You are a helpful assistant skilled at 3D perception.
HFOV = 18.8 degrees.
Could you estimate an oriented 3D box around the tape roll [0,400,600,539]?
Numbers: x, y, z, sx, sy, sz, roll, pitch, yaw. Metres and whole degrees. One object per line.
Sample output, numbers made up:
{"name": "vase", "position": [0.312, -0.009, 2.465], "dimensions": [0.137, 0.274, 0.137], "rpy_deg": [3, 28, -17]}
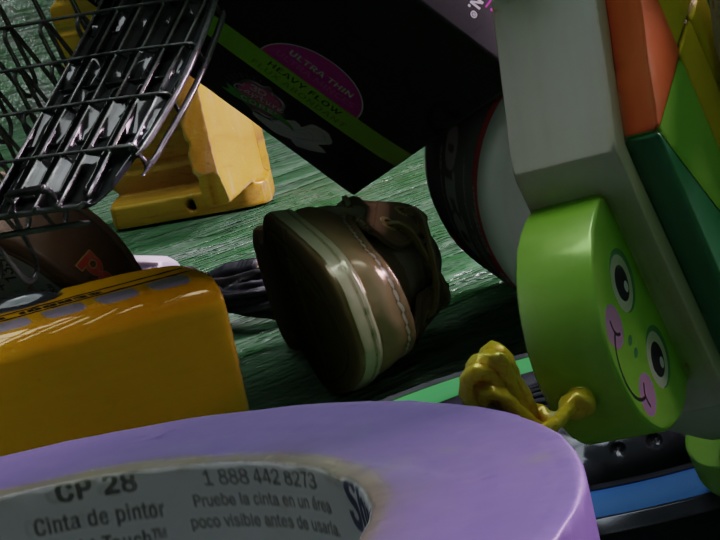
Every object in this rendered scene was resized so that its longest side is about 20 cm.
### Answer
{"name": "tape roll", "position": [-0.053, 0.090, 0.346], "dimensions": [0.198, 0.086, 0.200], "rpy_deg": [-12, 9, 2]}

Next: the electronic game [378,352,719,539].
{"name": "electronic game", "position": [0.067, 0.046, 0.587], "dimensions": [0.198, 0.042, 0.200], "rpy_deg": [-13, 9, 2]}

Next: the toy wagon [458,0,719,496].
{"name": "toy wagon", "position": [0.066, -0.025, 0.464], "dimensions": [0.039, 0.156, 0.201], "rpy_deg": [-14, 31, 27]}

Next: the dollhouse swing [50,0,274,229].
{"name": "dollhouse swing", "position": [-0.155, -0.127, 1.468], "dimensions": [0.180, 0.202, 0.176], "rpy_deg": [-9, 10, 23]}

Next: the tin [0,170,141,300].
{"name": "tin", "position": [-0.177, 0.019, 0.879], "dimensions": [0.198, 0.113, 0.042], "rpy_deg": [-8, 32, 30]}

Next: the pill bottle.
{"name": "pill bottle", "position": [0.087, -0.044, 0.886], "dimensions": [0.113, 0.115, 0.200], "rpy_deg": [-13, 8, -5]}

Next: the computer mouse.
{"name": "computer mouse", "position": [-0.118, 0.015, 0.970], "dimensions": [0.109, 0.044, 0.199], "rpy_deg": [0, 0, 35]}

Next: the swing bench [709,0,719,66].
{"name": "swing bench", "position": [0.195, -0.051, 0.479], "dimensions": [0.199, 0.131, 0.198], "rpy_deg": [26, 27, 26]}

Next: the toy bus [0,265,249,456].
{"name": "toy bus", "position": [-0.146, 0.054, 0.769], "dimensions": [0.198, 0.066, 0.078], "rpy_deg": [-15, 11, -18]}

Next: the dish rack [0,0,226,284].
{"name": "dish rack", "position": [-0.140, -0.048, 0.794], "dimensions": [0.198, 0.055, 0.154], "rpy_deg": [-7, 43, 27]}

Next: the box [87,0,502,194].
{"name": "box", "position": [-0.025, -0.151, 0.839], "dimensions": [0.125, 0.199, 0.148], "rpy_deg": [-61, 14, -27]}

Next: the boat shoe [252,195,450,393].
{"name": "boat shoe", "position": [0.000, 0.000, 0.864], "dimensions": [0.066, 0.075, 0.200], "rpy_deg": [-19, 10, -7]}
